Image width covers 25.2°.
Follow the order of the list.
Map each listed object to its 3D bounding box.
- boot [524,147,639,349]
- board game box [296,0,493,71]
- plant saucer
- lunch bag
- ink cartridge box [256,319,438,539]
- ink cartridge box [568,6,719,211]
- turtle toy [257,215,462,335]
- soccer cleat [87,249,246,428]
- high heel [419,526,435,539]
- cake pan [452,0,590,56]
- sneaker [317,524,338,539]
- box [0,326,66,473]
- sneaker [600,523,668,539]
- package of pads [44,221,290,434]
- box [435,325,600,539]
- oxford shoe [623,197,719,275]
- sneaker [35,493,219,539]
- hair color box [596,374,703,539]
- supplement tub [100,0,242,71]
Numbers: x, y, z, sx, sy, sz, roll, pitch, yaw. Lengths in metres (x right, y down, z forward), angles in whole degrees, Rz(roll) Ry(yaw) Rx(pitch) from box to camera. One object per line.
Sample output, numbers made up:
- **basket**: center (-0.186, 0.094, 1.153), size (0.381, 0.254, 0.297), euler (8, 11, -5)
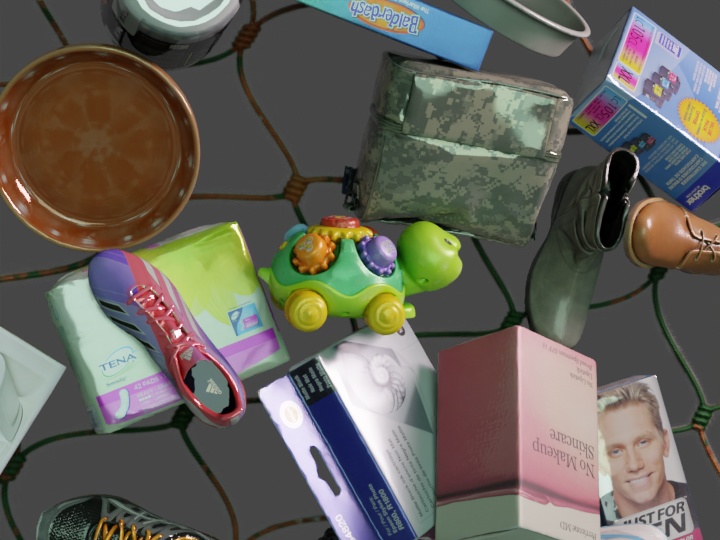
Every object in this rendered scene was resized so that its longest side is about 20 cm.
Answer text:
- **boot**: center (0.222, -0.020, 1.615), size (0.067, 0.131, 0.201), euler (13, 83, -9)
- **board game box**: center (0.018, -0.255, 1.572), size (0.199, 0.152, 0.045), euler (20, 99, -11)
- **plant saucer**: center (-0.251, -0.116, 1.525), size (0.199, 0.032, 0.202), euler (-1, 110, -3)
- **lunch bag**: center (0.093, -0.116, 1.590), size (0.199, 0.139, 0.169), euler (10, 101, -10)
- **ink cartridge box**: center (0.020, 0.157, 1.540), size (0.200, 0.041, 0.200), euler (-29, 88, -48)
- **ink cartridge box**: center (0.322, -0.156, 1.652), size (0.199, 0.076, 0.137), euler (36, 46, -10)
- **turtle toy**: center (0.000, 0.000, 1.546), size (0.198, 0.146, 0.102), euler (2, 99, -13)
- **soccer cleat**: center (-0.173, 0.060, 1.472), size (0.067, 0.076, 0.200), euler (-39, 97, -13)
- **high heel**: center (0.086, 0.331, 1.591), size (0.095, 0.067, 0.201), euler (10, 70, -2)
- **cake pan**: center (0.136, -0.277, 1.596), size (0.199, 0.201, 0.037), euler (31, 111, -10)
- **sneaker**: center (-0.007, 0.302, 1.578), size (0.200, 0.076, 0.088), euler (-41, 115, -12)
- **box**: center (-0.402, 0.113, 1.473), size (0.199, 0.097, 0.177), euler (34, 77, -10)
- **sneaker**: center (0.203, 0.294, 1.584), size (0.199, 0.081, 0.077), euler (-17, 90, 19)
- **package of pads**: center (-0.186, 0.050, 1.543), size (0.199, 0.068, 0.155), euler (-22, 92, -15)
- **box**: center (0.151, 0.173, 1.546), size (0.127, 0.109, 0.201), euler (24, 57, -39)
- **oxford shoe**: center (0.329, -0.031, 1.619), size (0.199, 0.071, 0.072), euler (8, 93, -51)
- **sneaker**: center (-0.207, 0.260, 1.519), size (0.199, 0.077, 0.079), euler (14, 84, -11)
- **hair color box**: center (0.275, 0.216, 1.648), size (0.099, 0.061, 0.201), euler (-16, 89, -14)
- **supplement tub**: center (-0.178, -0.256, 1.501), size (0.122, 0.200, 0.124), euler (1, 84, -13)
